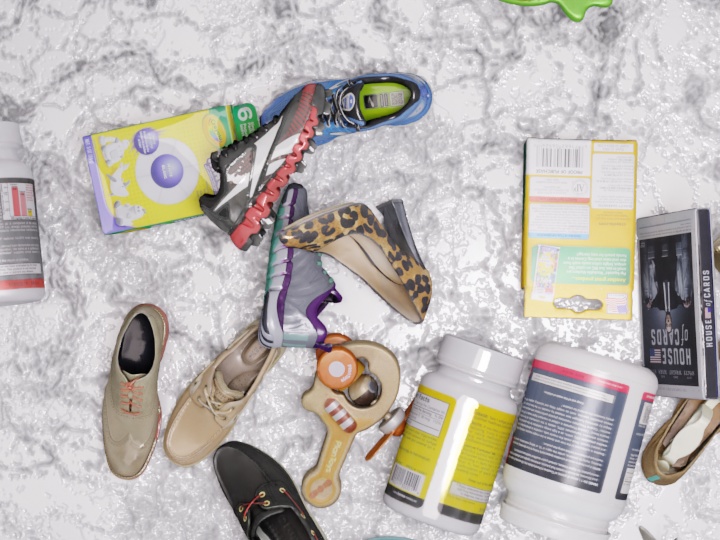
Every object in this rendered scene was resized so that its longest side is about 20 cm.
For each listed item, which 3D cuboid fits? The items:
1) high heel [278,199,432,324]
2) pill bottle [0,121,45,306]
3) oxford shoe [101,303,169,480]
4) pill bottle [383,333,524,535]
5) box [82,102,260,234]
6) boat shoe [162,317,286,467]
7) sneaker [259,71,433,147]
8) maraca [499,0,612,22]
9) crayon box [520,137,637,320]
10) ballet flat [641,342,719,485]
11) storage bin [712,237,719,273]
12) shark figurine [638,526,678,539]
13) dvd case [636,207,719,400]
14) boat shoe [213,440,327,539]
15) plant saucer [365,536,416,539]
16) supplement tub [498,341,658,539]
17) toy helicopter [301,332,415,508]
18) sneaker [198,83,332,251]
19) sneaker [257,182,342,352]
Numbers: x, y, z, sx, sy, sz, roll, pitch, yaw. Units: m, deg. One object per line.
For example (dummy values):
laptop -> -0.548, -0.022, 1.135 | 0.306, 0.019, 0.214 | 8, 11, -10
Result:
high heel -> 0.000, 0.000, 1.702 | 0.071, 0.199, 0.144 | -22, 82, 44
pill bottle -> -0.420, -0.061, 1.743 | 0.115, 0.116, 0.202 | -6, 88, 2
oxford shoe -> -0.261, 0.137, 1.751 | 0.070, 0.075, 0.202 | 4, 89, 1
pill bottle -> 0.107, 0.180, 1.717 | 0.113, 0.114, 0.202 | 19, 89, 3
box -> -0.204, -0.116, 1.758 | 0.198, 0.048, 0.118 | -12, 94, 6
boat shoe -> -0.158, 0.135, 1.752 | 0.071, 0.065, 0.201 | 35, 90, 3
sneaker -> -0.020, -0.188, 1.744 | 0.198, 0.089, 0.079 | -13, 87, 8
maraca -> 0.197, -0.357, 1.734 | 0.199, 0.107, 0.138 | 23, 88, 2
crayon box -> 0.245, -0.046, 1.751 | 0.125, 0.052, 0.202 | 2, 87, 2
ballet flat -> 0.383, 0.156, 1.728 | 0.068, 0.072, 0.200 | 39, 90, 4
storage bin -> 0.469, 0.024, 1.668 | 0.093, 0.199, 0.201 | -37, 87, 4
shark figurine -> 0.265, 0.376, 1.720 | 0.213, 0.089, 0.129 | -20, 89, 3
dvd case -> 0.345, 0.038, 1.696 | 0.025, 0.150, 0.202 | -1, 88, -14
boat shoe -> -0.100, 0.270, 1.735 | 0.074, 0.063, 0.202 | -41, 72, 8
plant saucer -> 0.054, 0.376, 1.694 | 0.199, 0.200, 0.036 | 22, 124, 2
supplement tub -> 0.236, 0.189, 1.698 | 0.139, 0.140, 0.202 | 16, 88, 3
toy helicopter -> -0.009, 0.177, 1.754 | 0.131, 0.079, 0.201 | 19, 100, -6
sneaker -> -0.107, -0.126, 1.691 | 0.097, 0.071, 0.201 | 31, 96, -5
sneaker -> -0.061, 0.000, 1.736 | 0.087, 0.075, 0.202 | 10, 65, -6
